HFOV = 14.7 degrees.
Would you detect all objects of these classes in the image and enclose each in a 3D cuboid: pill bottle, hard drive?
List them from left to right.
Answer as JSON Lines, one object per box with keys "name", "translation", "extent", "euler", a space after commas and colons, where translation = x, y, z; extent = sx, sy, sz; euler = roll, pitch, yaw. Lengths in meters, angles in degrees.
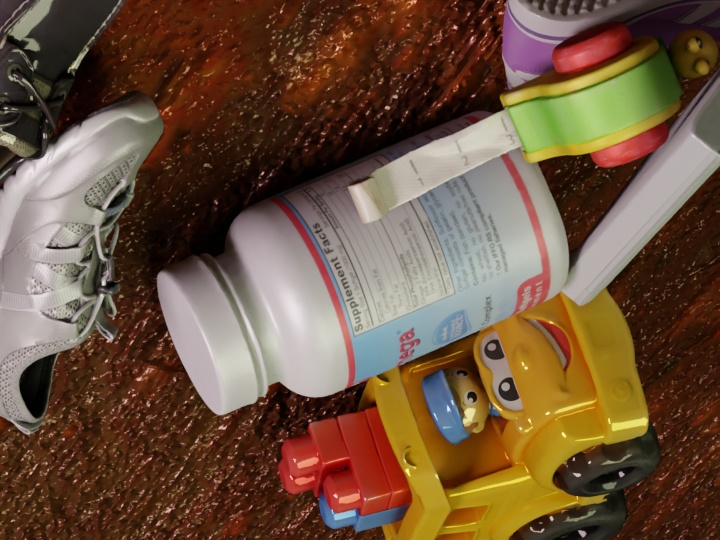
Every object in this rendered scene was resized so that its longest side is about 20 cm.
{"name": "pill bottle", "translation": [0.000, 0.000, 1.467], "extent": [0.200, 0.109, 0.109], "euler": [-23, 143, -14]}
{"name": "hard drive", "translation": [0.174, -0.068, 1.442], "extent": [0.132, 0.026, 0.200], "euler": [-51, 179, -27]}

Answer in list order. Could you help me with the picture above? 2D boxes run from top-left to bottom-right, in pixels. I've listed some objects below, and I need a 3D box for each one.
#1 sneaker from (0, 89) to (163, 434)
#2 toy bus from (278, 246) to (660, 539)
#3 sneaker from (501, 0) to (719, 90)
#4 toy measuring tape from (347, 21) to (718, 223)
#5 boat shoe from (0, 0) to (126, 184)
{"name": "sneaker", "translation": [-0.140, -0.005, 1.360], "extent": [0.075, 0.082, 0.200], "euler": [-36, 165, -53]}
{"name": "toy bus", "translation": [0.054, 0.089, 1.577], "extent": [0.192, 0.136, 0.200], "euler": [-11, 156, -15]}
{"name": "sneaker", "translation": [0.168, -0.136, 1.484], "extent": [0.200, 0.073, 0.114], "euler": [-13, 144, -10]}
{"name": "toy measuring tape", "translation": [0.091, -0.072, 1.396], "extent": [0.200, 0.074, 0.074], "euler": [-25, 143, -7]}
{"name": "boat shoe", "translation": [-0.168, -0.076, 1.285], "extent": [0.200, 0.065, 0.072], "euler": [-43, 144, 12]}
